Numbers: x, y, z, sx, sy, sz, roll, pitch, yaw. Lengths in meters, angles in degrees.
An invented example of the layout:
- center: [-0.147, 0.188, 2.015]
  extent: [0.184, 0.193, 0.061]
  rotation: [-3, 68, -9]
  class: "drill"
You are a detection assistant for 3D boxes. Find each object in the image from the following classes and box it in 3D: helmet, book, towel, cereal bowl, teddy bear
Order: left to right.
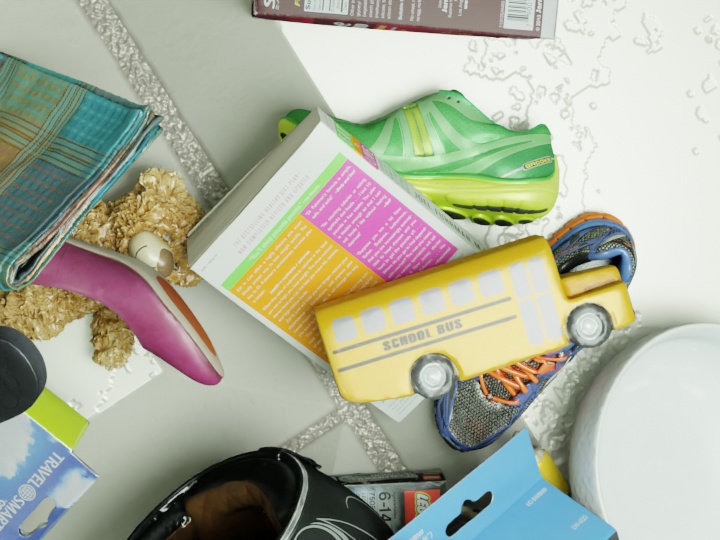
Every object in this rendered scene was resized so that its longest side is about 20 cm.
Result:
- center: [-0.230, -0.070, 1.140]
  extent: [0.147, 0.199, 0.022]
  rotation: [-51, 134, -15]
  class: "towel"
- center: [-0.200, 0.000, 1.219]
  extent: [0.198, 0.067, 0.147]
  rotation: [1, 99, -5]
  class: "teddy bear"
- center: [-0.053, 0.236, 1.158]
  extent: [0.199, 0.200, 0.191]
  rotation: [-33, 116, -1]
  class: "helmet"
- center: [0.000, 0.000, 1.208]
  extent: [0.200, 0.048, 0.134]
  rotation: [39, 107, -24]
  class: "book"
- center: [0.227, 0.140, 1.249]
  extent: [0.198, 0.083, 0.202]
  rotation: [4, 81, -24]
  class: "cereal bowl"

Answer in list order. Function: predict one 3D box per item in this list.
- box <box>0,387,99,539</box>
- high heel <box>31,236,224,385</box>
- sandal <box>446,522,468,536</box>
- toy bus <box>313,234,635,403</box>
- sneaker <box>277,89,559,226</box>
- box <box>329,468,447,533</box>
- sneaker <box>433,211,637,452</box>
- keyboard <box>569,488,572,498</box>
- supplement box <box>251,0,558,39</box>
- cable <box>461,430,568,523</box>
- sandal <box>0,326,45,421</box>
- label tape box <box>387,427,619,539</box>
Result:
- center: [-0.281, 0.103, 1.213]
  extent: [0.200, 0.048, 0.122]
  rotation: [40, 116, -9]
  class: "box"
- center: [-0.181, 0.021, 1.161]
  extent: [0.096, 0.067, 0.200]
  rotation: [-44, 83, 2]
  class: "high heel"
- center: [0.128, 0.247, 1.261]
  extent: [0.199, 0.043, 0.076]
  rotation: [28, 115, -22]
  class: "sandal"
- center: [0.074, 0.032, 1.171]
  extent: [0.198, 0.065, 0.079]
  rotation: [-18, 93, -1]
  class: "toy bus"
- center: [0.040, -0.084, 1.238]
  extent: [0.198, 0.074, 0.084]
  rotation: [11, 71, -3]
  class: "sneaker"
- center: [-0.004, 0.247, 1.278]
  extent: [0.136, 0.040, 0.202]
  rotation: [-3, 97, -5]
  class: "box"
- center: [0.121, 0.043, 1.246]
  extent: [0.075, 0.078, 0.201]
  rotation: [36, 92, -7]
  class: "sneaker"
- center: [0.123, 0.255, 1.308]
  extent: [0.056, 0.011, 0.202]
  rotation: [14, 96, -12]
  class: "keyboard"
- center: [0.027, -0.191, 1.195]
  extent: [0.198, 0.109, 0.062]
  rotation: [4, 97, -5]
  class: "supplement box"
- center: [0.150, 0.206, 1.274]
  extent: [0.200, 0.050, 0.097]
  rotation: [40, 91, -13]
  class: "cable"
- center: [-0.293, 0.100, 1.156]
  extent: [0.199, 0.043, 0.076]
  rotation: [-35, 103, 23]
  class: "sandal"
- center: [0.108, 0.228, 1.155]
  extent: [0.144, 0.063, 0.201]
  rotation: [-34, 119, -35]
  class: "label tape box"
